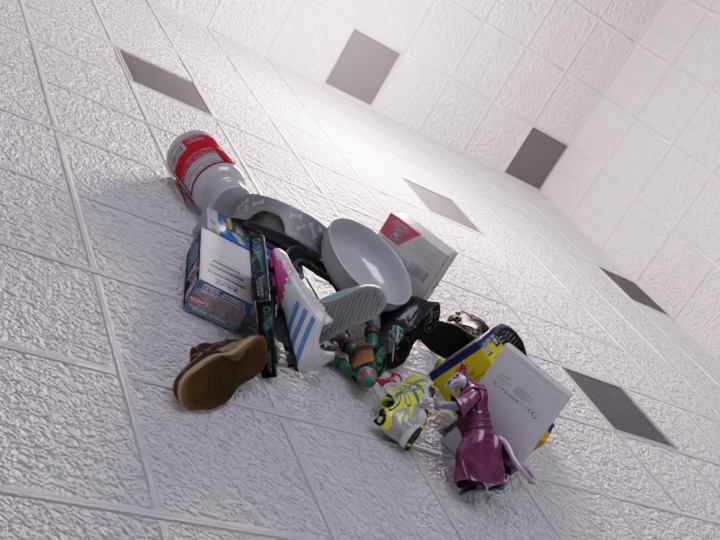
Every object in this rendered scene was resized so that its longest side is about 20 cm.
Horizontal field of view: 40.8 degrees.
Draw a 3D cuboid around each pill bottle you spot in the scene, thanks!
[{"bbox_3d":[-0.294,-0.180,1.892,0.111,0.113,0.200,13,27,-45],"label":"pill bottle"}]

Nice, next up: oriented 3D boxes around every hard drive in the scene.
[{"bbox_3d":[0.231,0.237,1.556,0.131,0.202,0.026,39,19,21],"label":"hard drive"}]

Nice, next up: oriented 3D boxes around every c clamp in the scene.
[{"bbox_3d":[-0.088,0.047,1.706,0.199,0.027,0.173,28,49,-43],"label":"c clamp"}]

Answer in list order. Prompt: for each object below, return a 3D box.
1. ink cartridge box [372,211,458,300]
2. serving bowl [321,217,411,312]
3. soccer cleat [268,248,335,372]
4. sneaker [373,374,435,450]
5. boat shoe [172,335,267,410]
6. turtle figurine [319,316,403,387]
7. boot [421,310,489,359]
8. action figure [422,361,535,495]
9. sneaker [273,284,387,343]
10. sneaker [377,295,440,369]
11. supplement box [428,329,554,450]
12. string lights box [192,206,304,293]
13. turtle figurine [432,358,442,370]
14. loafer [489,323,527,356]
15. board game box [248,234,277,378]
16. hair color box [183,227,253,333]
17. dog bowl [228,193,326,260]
[{"bbox_3d":[0.073,0.009,1.883,0.146,0.201,0.083,37,15,14],"label":"ink cartridge box"},{"bbox_3d":[0.000,0.000,1.765,0.199,0.066,0.202,34,31,-23],"label":"serving bowl"},{"bbox_3d":[-0.092,0.059,1.531,0.070,0.085,0.203,113,-36,-78],"label":"soccer cleat"},{"bbox_3d":[0.071,0.210,1.564,0.076,0.076,0.200,32,17,-2],"label":"sneaker"},{"bbox_3d":[-0.204,0.135,1.332,0.071,0.073,0.200,7,19,24],"label":"boat shoe"},{"bbox_3d":[0.001,0.136,1.610,0.147,0.102,0.201,-12,24,-2],"label":"turtle figurine"},{"bbox_3d":[0.202,0.130,1.993,0.197,0.074,0.151,14,14,-11],"label":"boot"},{"bbox_3d":[0.181,0.240,1.497,0.134,0.146,0.204,39,43,-71],"label":"action figure"},{"bbox_3d":[-0.048,0.075,1.596,0.082,0.197,0.075,-5,80,-85],"label":"sneaker"},{"bbox_3d":[0.063,0.110,1.763,0.090,0.077,0.199,23,37,30],"label":"sneaker"},{"bbox_3d":[0.224,0.220,1.640,0.202,0.109,0.109,57,22,5],"label":"supplement box"},{"bbox_3d":[-0.203,-0.029,1.741,0.198,0.059,0.103,27,18,-21],"label":"string lights box"},{"bbox_3d":[0.212,0.217,1.799,0.159,0.065,0.200,24,12,-11],"label":"turtle figurine"},{"bbox_3d":[0.291,0.193,1.906,0.071,0.073,0.202,8,-52,56],"label":"loafer"},{"bbox_3d":[-0.151,0.052,1.495,0.028,0.137,0.201,-5,31,-6],"label":"board game box"},{"bbox_3d":[-0.233,0.013,1.582,0.099,0.061,0.201,27,19,-19],"label":"hair color box"},{"bbox_3d":[-0.147,-0.079,1.806,0.197,0.059,0.200,22,-12,5],"label":"dog bowl"}]
